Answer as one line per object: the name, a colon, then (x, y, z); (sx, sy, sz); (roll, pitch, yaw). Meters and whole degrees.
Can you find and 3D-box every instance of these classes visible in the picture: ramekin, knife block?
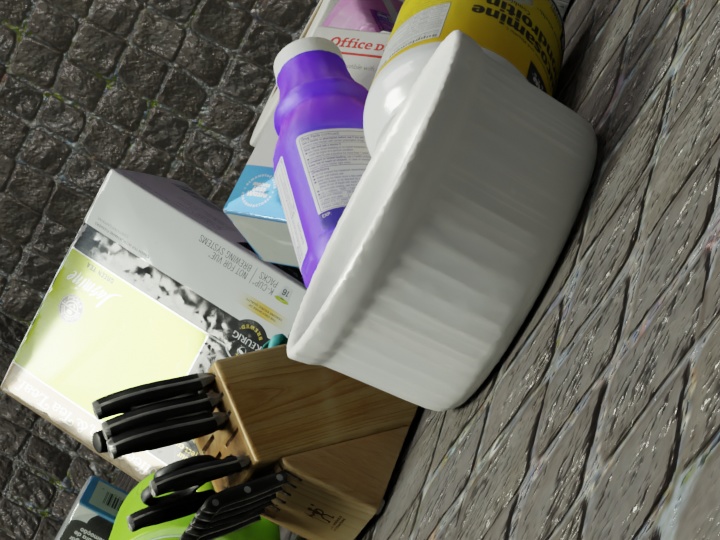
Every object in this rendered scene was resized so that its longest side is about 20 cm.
ramekin: (0.047, -0.021, 1.314); (0.201, 0.098, 0.200); (-61, 5, 9)
knife block: (-0.061, 0.079, 1.414); (0.064, 0.175, 0.200); (-54, 10, 51)

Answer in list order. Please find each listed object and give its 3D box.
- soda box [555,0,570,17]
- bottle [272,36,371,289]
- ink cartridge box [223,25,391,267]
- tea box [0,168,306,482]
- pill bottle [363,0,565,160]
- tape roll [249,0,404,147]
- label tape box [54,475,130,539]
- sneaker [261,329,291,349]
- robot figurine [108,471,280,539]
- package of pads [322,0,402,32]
soda box: (0.132, -0.238, 1.736); (0.200, 0.063, 0.071); (-66, 7, -26)
bottle: (-0.013, -0.064, 1.537); (0.065, 0.083, 0.200); (112, 150, -44)
ink cartridge box: (0.005, -0.098, 1.649); (0.068, 0.116, 0.200); (53, -125, -48)
tea box: (-0.130, 0.058, 1.845); (0.197, 0.200, 0.134); (-61, -20, 8)
pill bottle: (0.063, -0.107, 1.497); (0.112, 0.112, 0.200); (-59, 7, 33)
tape roll: (0.004, -0.172, 2.195); (0.203, 0.139, 0.203); (-61, 7, 12)
label tape box: (-0.181, 0.271, 1.752); (0.200, 0.143, 0.066); (-61, 5, 12)
sneaker: (-0.034, 0.072, 1.692); (0.078, 0.080, 0.200); (-66, 6, -30)
robot figurine: (-0.114, 0.204, 1.594); (0.200, 0.116, 0.176); (-83, 14, -68)
package of pads: (0.009, -0.115, 1.811); (0.121, 0.076, 0.200); (-58, 30, 25)
